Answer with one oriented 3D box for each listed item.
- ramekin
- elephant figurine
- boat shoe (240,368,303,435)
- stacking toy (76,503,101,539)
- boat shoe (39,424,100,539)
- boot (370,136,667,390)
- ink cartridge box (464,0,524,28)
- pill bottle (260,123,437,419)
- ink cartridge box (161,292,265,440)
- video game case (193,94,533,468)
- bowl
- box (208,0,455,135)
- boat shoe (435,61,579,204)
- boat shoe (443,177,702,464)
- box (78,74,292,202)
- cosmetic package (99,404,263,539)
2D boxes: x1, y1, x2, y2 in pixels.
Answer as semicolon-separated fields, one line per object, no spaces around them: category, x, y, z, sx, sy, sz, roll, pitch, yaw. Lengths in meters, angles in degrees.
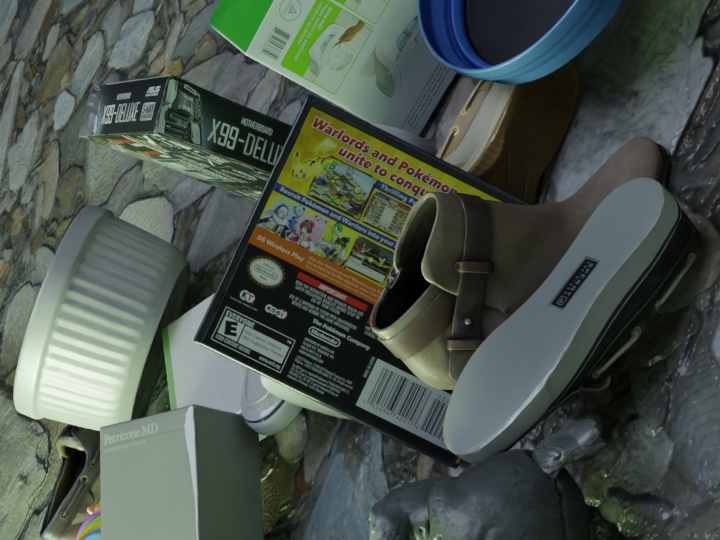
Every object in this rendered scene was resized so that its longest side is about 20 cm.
ramekin;-0.229;0.051;1.330;0.200;0.104;0.202;-161;90;-89
elephant figurine;0.085;0.216;0.816;0.156;0.140;0.202;86;173;-57
boat shoe;-0.060;0.025;1.135;0.071;0.066;0.202;-1;62;44
stacking toy;-0.210;0.247;1.261;0.110;0.115;0.200;-58;19;6
boat shoe;-0.258;0.171;1.393;0.072;0.064;0.202;-20;53;51
boot;0.097;-0.015;0.906;0.070;0.145;0.202;24;90;60
ink cartridge box;0.146;-0.266;1.069;0.117;0.067;0.202;-15;57;49
pill bottle;0.000;0.000;1.074;0.111;0.110;0.202;-11;61;53
ink cartridge box;-0.077;0.058;1.216;0.199;0.048;0.146;-34;42;19
video game case;0.015;0.008;0.979;0.182;0.198;0.026;-64;3;3
bowl;0.118;-0.220;0.983;0.200;0.039;0.203;-29;50;42
box;0.011;-0.231;1.146;0.201;0.175;0.097;-60;34;10
boat shoe;0.084;-0.066;1.037;0.201;0.073;0.069;-59;29;-5
boat shoe;0.131;0.041;0.864;0.200;0.064;0.071;-50;31;-2
box;-0.116;-0.104;1.233;0.157;0.198;0.050;6;79;57
cosmetic package;-0.135;0.211;1.109;0.106;0.090;0.202;-18;70;31
